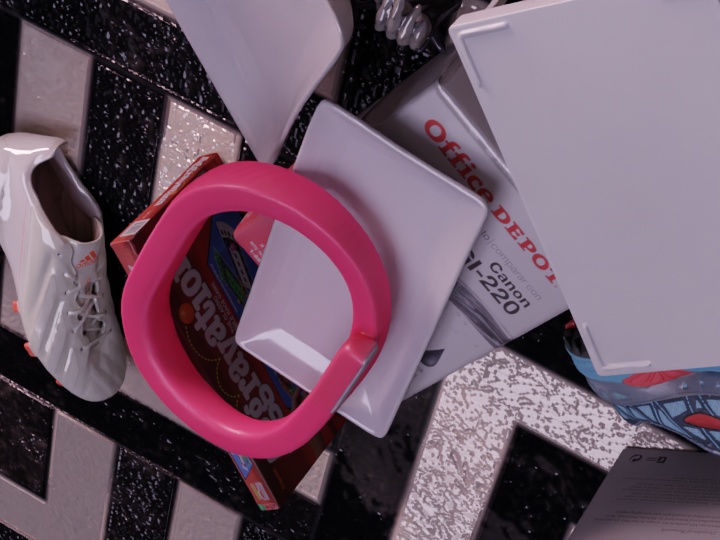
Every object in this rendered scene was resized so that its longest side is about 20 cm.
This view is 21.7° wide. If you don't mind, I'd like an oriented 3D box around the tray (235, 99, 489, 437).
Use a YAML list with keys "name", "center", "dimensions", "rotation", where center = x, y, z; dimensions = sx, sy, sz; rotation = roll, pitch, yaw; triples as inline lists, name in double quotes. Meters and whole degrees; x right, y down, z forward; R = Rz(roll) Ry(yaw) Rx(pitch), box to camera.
- name: "tray"
  center: [0.000, 0.000, 1.029]
  dimensions: [0.107, 0.022, 0.201]
  rotation: [34, 136, 11]

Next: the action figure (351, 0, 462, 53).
- name: "action figure"
  center: [0.024, -0.176, 0.938]
  dimensions: [0.119, 0.102, 0.200]
  rotation: [55, 136, 4]

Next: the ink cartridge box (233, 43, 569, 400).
- name: "ink cartridge box"
  center: [0.045, -0.028, 1.053]
  dimensions: [0.146, 0.085, 0.200]
  rotation: [49, 134, -8]

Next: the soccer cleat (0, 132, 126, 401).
- name: "soccer cleat"
  center: [-0.196, 0.002, 1.257]
  dimensions: [0.077, 0.069, 0.201]
  rotation: [-4, 118, 33]

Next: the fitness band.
- name: "fitness band"
  center: [-0.060, 0.024, 1.053]
  dimensions: [0.143, 0.037, 0.200]
  rotation: [42, 136, 5]

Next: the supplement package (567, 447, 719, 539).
- name: "supplement package"
  center: [0.210, 0.220, 1.050]
  dimensions: [0.190, 0.200, 0.148]
  rotation: [-1, 123, 35]

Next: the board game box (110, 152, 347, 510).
- name: "board game box"
  center: [-0.076, 0.039, 1.174]
  dimensions: [0.019, 0.103, 0.201]
  rotation: [-9, 118, 39]

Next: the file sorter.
- name: "file sorter"
  center: [0.161, -0.070, 0.909]
  dimensions: [0.138, 0.125, 0.201]
  rotation: [-7, 119, 37]

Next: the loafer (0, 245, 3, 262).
- name: "loafer"
  center: [-0.304, -0.072, 1.278]
  dimensions: [0.071, 0.073, 0.201]
  rotation: [7, 122, 43]

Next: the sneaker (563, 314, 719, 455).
- name: "sneaker"
  center: [0.213, 0.057, 1.024]
  dimensions: [0.199, 0.080, 0.096]
  rotation: [8, 141, 38]

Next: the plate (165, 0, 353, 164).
- name: "plate"
  center: [-0.068, -0.173, 0.987]
  dimensions: [0.201, 0.032, 0.200]
  rotation: [61, 160, 7]
